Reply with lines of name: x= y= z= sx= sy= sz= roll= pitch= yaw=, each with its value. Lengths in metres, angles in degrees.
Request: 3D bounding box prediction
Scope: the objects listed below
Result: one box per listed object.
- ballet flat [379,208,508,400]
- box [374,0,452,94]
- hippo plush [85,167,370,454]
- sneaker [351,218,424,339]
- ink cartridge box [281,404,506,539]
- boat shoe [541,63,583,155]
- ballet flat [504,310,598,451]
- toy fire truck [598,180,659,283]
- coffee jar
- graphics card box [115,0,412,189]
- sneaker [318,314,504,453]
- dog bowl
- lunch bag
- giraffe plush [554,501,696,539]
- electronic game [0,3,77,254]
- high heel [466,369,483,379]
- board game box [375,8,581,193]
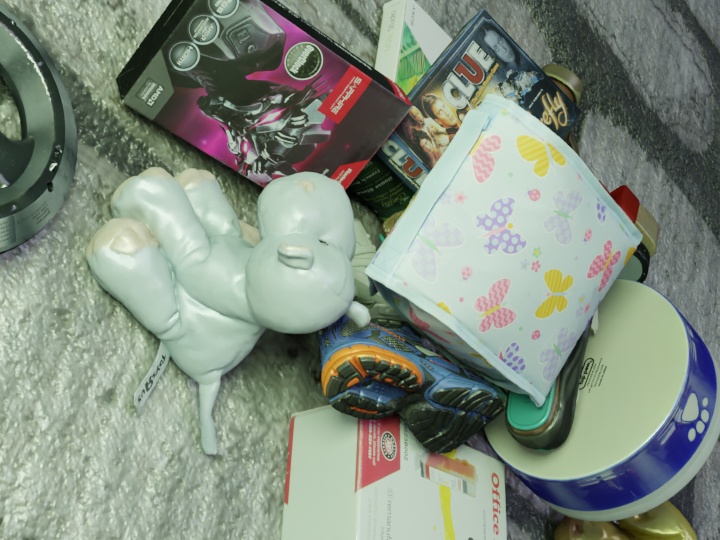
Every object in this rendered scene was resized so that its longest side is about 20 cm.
ballet flat: x=0.095 y=0.020 z=1.118 sx=0.200 sy=0.065 sz=0.070 roll=52 pitch=12 yaw=13
box: x=0.087 y=-0.166 z=1.322 sx=0.200 sy=0.036 sz=0.145 roll=36 pitch=49 yaw=-38
hippo plush: x=-0.088 y=-0.003 z=0.918 sx=0.159 sy=0.160 sz=0.201 roll=37 pitch=48 yaw=-38
sneaker: x=0.000 y=0.000 z=1.108 sx=0.200 sy=0.078 sz=0.100 roll=30 pitch=49 yaw=-45
ink cartridge box: x=0.033 y=0.205 z=1.055 sx=0.200 sy=0.083 sz=0.146 roll=29 pitch=53 yaw=-43
boat shoe: x=0.188 y=-0.134 z=1.373 sx=0.068 sy=0.072 sz=0.200 roll=-54 pitch=157 yaw=-22
ballet flat: x=0.162 y=0.057 z=1.081 sx=0.068 sy=0.068 sz=0.201 roll=41 pitch=58 yaw=-47
toy fire truck: x=0.166 y=-0.042 z=1.259 sx=0.200 sy=0.176 sz=0.129 roll=48 pitch=30 yaw=-10
coffee jar: x=0.011 y=-0.112 z=1.157 sx=0.200 sy=0.085 sz=0.105 roll=32 pitch=44 yaw=-41
graphics card box: x=-0.072 y=-0.137 z=1.001 sx=0.200 sy=0.126 sz=0.051 roll=32 pitch=18 yaw=-30
sneaker: x=0.042 y=0.080 z=1.006 sx=0.200 sy=0.075 sz=0.079 roll=31 pitch=26 yaw=-44
dog bowl: x=0.207 y=0.109 z=1.119 sx=0.079 sy=0.199 sz=0.201 roll=45 pitch=44 yaw=-39
lunch bag: x=0.100 y=-0.020 z=0.988 sx=0.200 sy=0.127 sz=0.170 roll=39 pitch=80 yaw=-47
giraffe plush: x=0.304 y=0.318 z=1.322 sx=0.162 sy=0.199 sz=0.173 roll=65 pitch=20 yaw=-63
electronic game: x=-0.270 y=-0.102 z=0.824 sx=0.200 sy=0.042 sz=0.201 roll=21 pitch=58 yaw=-38
high heel: x=0.132 y=0.145 z=1.216 sx=0.200 sy=0.071 sz=0.143 roll=-15 pitch=81 yaw=-63
board game box: x=0.105 y=-0.126 z=1.139 sx=0.135 sy=0.035 sz=0.200 roll=44 pitch=50 yaw=-9
